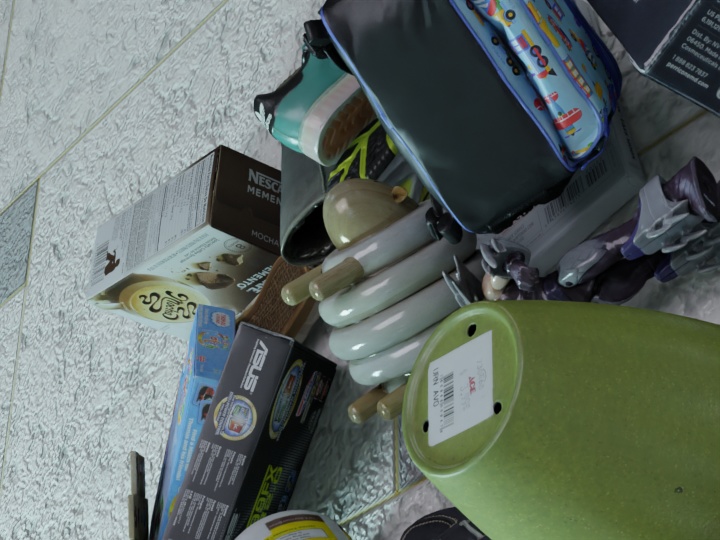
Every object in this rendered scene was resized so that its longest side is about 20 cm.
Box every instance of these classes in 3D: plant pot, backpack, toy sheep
[{"bbox_3d":[0.126,0.094,0.882,0.187,0.199,0.188,-34,45,41],"label":"plant pot"},{"bbox_3d":[0.078,-0.136,1.045,0.134,0.183,0.200,-31,9,23],"label":"backpack"},{"bbox_3d":[0.035,0.029,1.098,0.137,0.201,0.138,-27,9,5],"label":"toy sheep"}]

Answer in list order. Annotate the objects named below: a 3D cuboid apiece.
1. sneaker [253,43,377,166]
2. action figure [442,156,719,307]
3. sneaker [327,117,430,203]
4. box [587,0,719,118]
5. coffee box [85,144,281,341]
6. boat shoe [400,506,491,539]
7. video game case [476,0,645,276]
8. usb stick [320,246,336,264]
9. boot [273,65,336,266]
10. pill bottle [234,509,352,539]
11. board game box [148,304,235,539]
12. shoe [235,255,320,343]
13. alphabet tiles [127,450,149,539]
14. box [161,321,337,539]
[{"bbox_3d":[0.001,-0.161,1.235,0.080,0.072,0.200,29,55,25],"label":"sneaker"},{"bbox_3d":[0.136,0.008,1.001,0.199,0.130,0.070,-34,41,25],"label":"action figure"},{"bbox_3d":[0.061,-0.106,1.195,0.200,0.076,0.075,-50,28,-5],"label":"sneaker"},{"bbox_3d":[0.231,-0.222,1.004,0.200,0.117,0.197,-53,34,22],"label":"box"},{"bbox_3d":[-0.135,-0.020,1.427,0.199,0.113,0.080,-27,49,45],"label":"coffee box"},{"bbox_3d":[0.061,0.181,1.035,0.200,0.062,0.073,2,75,67],"label":"boat shoe"},{"bbox_3d":[0.110,-0.069,1.179,0.200,0.023,0.183,-44,39,34],"label":"video game case"},{"bbox_3d":[0.000,0.000,1.267,0.200,0.055,0.033,54,132,55],"label":"usb stick"},{"bbox_3d":[-0.005,-0.117,1.293,0.182,0.072,0.200,-46,24,22],"label":"boot"},{"bbox_3d":[-0.017,0.249,1.082,0.110,0.109,0.200,-61,32,9],"label":"pill bottle"},{"bbox_3d":[-0.134,0.147,1.298,0.151,0.036,0.201,-102,24,-70],"label":"board game box"},{"bbox_3d":[-0.078,0.059,1.359,0.200,0.053,0.070,-49,64,34],"label":"shoe"},{"bbox_3d":[-0.173,0.245,1.298,0.166,0.006,0.202,111,157,-81],"label":"alphabet tiles"},{"bbox_3d":[-0.084,0.147,1.216,0.160,0.044,0.201,45,-116,-76],"label":"box"}]
